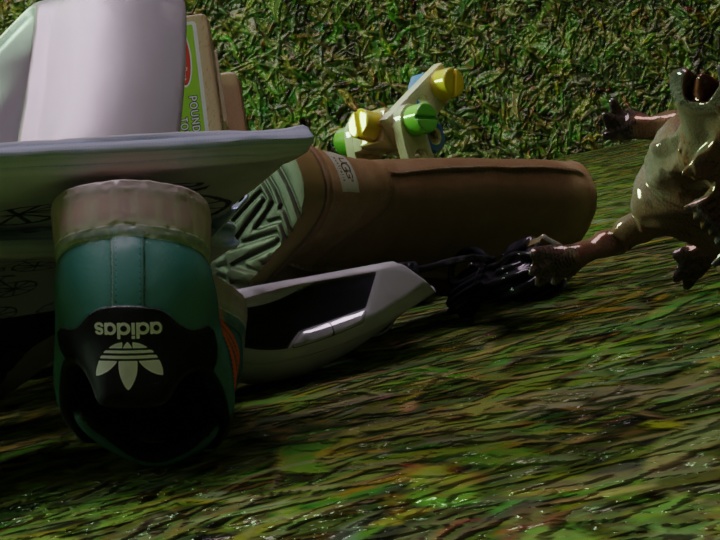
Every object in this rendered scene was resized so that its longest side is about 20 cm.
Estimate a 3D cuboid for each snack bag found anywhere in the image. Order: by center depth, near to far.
[{"bbox_3d":[-0.129,-0.010,0.681,0.188,0.021,0.200,-5,-13,-29],"label":"snack bag"}]

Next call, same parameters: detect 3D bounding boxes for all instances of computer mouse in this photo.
[{"bbox_3d":[-0.007,0.021,0.840,0.200,0.044,0.110,-10,1,-24],"label":"computer mouse"}]

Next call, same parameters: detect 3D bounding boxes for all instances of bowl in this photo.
[{"bbox_3d":[-0.176,-0.050,0.985,0.075,0.200,0.200,26,-43,-31],"label":"bowl"}]

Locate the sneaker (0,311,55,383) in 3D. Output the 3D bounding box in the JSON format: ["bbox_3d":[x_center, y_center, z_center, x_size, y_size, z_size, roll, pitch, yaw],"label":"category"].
[{"bbox_3d":[-0.155,-0.009,0.848,0.200,0.076,0.088,-33,29,18],"label":"sneaker"}]

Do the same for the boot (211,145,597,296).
[{"bbox_3d":[0.000,0.000,0.948,0.200,0.066,0.175,2,-30,-44],"label":"boot"}]

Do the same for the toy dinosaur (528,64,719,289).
[{"bbox_3d":[0.163,-0.025,0.762,0.135,0.086,0.200,7,-1,44],"label":"toy dinosaur"}]

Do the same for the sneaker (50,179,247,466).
[{"bbox_3d":[-0.078,0.036,0.677,0.071,0.080,0.200,-2,-17,1],"label":"sneaker"}]

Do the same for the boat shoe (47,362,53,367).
[{"bbox_3d":[-0.148,0.020,1.122,0.200,0.062,0.075,-12,5,3],"label":"boat shoe"}]

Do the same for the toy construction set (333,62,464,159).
[{"bbox_3d":[-0.015,-0.039,1.058,0.200,0.131,0.092,-14,4,-30],"label":"toy construction set"}]

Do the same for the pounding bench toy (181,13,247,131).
[{"bbox_3d":[-0.142,-0.107,1.189,0.124,0.200,0.156,-9,-10,4],"label":"pounding bench toy"}]
